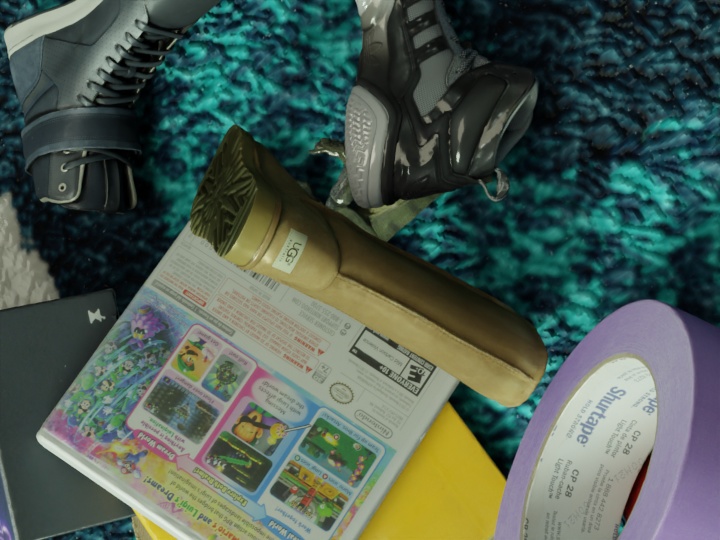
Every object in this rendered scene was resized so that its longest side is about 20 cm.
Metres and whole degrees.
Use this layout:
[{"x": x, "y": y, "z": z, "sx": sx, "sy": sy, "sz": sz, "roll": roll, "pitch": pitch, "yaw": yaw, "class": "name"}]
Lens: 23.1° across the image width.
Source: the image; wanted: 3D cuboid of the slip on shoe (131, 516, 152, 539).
[{"x": -0.132, "y": 0.160, "z": 1.191, "sx": 0.075, "sy": 0.060, "sz": 0.203, "roll": -8, "pitch": 89, "yaw": 30, "class": "slip on shoe"}]

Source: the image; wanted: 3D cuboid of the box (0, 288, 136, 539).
[{"x": -0.229, "y": 0.105, "z": 1.176, "sx": 0.199, "sy": 0.103, "sz": 0.150, "roll": -22, "pitch": 81, "yaw": 58, "class": "box"}]

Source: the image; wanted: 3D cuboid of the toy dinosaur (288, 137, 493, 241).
[{"x": -0.013, "y": -0.035, "z": 1.121, "sx": 0.200, "sy": 0.047, "sz": 0.088, "roll": -39, "pitch": 88, "yaw": 25, "class": "toy dinosaur"}]

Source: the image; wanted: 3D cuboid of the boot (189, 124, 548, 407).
[{"x": 0.000, "y": 0.000, "z": 1.053, "sx": 0.199, "sy": 0.175, "sz": 0.067, "roll": 27, "pitch": 105, "yaw": -20, "class": "boot"}]

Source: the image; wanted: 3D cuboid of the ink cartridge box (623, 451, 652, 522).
[{"x": 0.213, "y": 0.146, "z": 0.952, "sx": 0.067, "sy": 0.200, "sz": 0.117, "roll": 24, "pitch": 110, "yaw": -14, "class": "ink cartridge box"}]

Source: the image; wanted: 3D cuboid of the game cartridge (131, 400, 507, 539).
[{"x": -0.026, "y": 0.138, "z": 1.084, "sx": 0.199, "sy": 0.032, "sz": 0.177, "roll": -34, "pitch": 73, "yaw": -9, "class": "game cartridge"}]

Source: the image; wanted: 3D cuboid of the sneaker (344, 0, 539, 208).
[{"x": 0.053, "y": -0.132, "z": 1.063, "sx": 0.112, "sy": 0.076, "sz": 0.203, "roll": 3, "pitch": 75, "yaw": 6, "class": "sneaker"}]

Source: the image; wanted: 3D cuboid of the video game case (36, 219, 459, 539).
[{"x": -0.067, "y": 0.082, "z": 1.076, "sx": 0.199, "sy": 0.024, "sz": 0.183, "roll": 32, "pitch": 74, "yaw": 11, "class": "video game case"}]

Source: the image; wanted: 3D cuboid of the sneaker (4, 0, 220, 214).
[{"x": -0.154, "y": -0.118, "z": 1.169, "sx": 0.201, "sy": 0.076, "sz": 0.148, "roll": -20, "pitch": 72, "yaw": 39, "class": "sneaker"}]

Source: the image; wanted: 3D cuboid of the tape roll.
[{"x": 0.148, "y": 0.121, "z": 0.953, "sx": 0.065, "sy": 0.201, "sz": 0.201, "roll": 23, "pitch": 109, "yaw": -15, "class": "tape roll"}]
